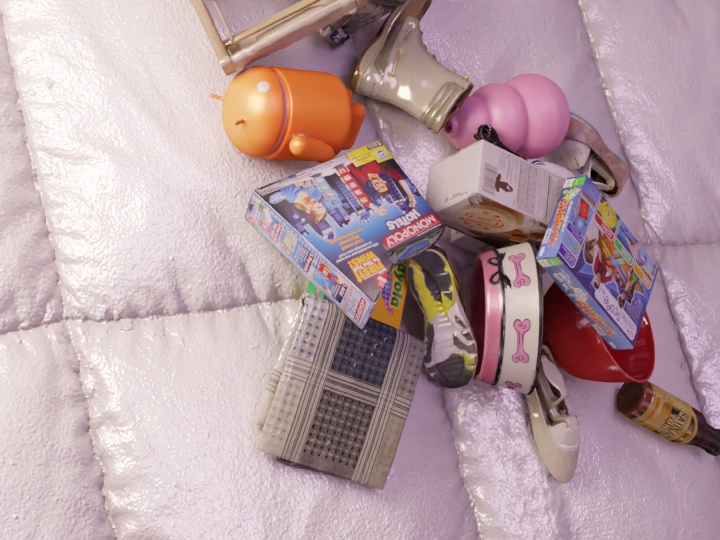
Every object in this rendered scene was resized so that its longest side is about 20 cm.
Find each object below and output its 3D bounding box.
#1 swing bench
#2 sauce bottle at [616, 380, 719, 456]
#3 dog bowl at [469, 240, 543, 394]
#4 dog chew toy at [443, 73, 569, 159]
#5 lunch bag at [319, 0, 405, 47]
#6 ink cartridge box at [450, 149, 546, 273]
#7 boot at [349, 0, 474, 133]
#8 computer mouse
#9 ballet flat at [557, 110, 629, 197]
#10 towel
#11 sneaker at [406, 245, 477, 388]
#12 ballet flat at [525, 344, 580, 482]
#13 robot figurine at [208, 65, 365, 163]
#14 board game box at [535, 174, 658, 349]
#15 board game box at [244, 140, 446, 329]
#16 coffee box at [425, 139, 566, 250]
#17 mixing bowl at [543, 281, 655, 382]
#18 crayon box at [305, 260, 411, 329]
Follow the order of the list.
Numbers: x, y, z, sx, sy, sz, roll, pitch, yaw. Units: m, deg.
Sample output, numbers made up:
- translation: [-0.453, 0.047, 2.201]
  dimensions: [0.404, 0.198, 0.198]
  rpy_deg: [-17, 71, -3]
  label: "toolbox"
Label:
- translation: [-0.120, -0.369, 1.476]
  dimensions: [0.197, 0.130, 0.202]
  rpy_deg: [-26, 89, -1]
  label: "swing bench"
- translation: [0.475, 0.224, 1.780]
  dimensions: [0.198, 0.066, 0.067]
  rpy_deg: [26, 60, -24]
  label: "sauce bottle"
- translation: [0.190, 0.062, 1.563]
  dimensions: [0.073, 0.201, 0.203]
  rpy_deg: [2, 69, -1]
  label: "dog bowl"
- translation: [0.208, -0.220, 1.722]
  dimensions: [0.198, 0.124, 0.126]
  rpy_deg: [-10, 79, -30]
  label: "dog chew toy"
- translation: [-0.018, -0.430, 1.606]
  dimensions: [0.202, 0.167, 0.139]
  rpy_deg: [62, 29, 1]
  label: "lunch bag"
- translation: [0.197, -0.081, 1.691]
  dimensions: [0.198, 0.067, 0.118]
  rpy_deg: [23, 61, -29]
  label: "ink cartridge box"
- translation: [0.092, -0.294, 1.657]
  dimensions: [0.153, 0.072, 0.201]
  rpy_deg: [28, 61, 6]
  label: "boot"
- translation: [0.253, -0.139, 1.660]
  dimensions: [0.199, 0.110, 0.044]
  rpy_deg: [26, 104, -34]
  label: "computer mouse"
- translation: [0.351, -0.176, 1.827]
  dimensions: [0.199, 0.068, 0.068]
  rpy_deg: [33, 68, -33]
  label: "ballet flat"
- translation: [-0.024, 0.151, 1.439]
  dimensions: [0.191, 0.034, 0.202]
  rpy_deg: [23, 81, -28]
  label: "towel"
- translation: [0.115, 0.056, 1.561]
  dimensions: [0.085, 0.073, 0.203]
  rpy_deg: [-63, 143, -66]
  label: "sneaker"
- translation: [0.268, 0.194, 1.642]
  dimensions: [0.069, 0.069, 0.202]
  rpy_deg: [-15, 83, -38]
  label: "ballet flat"
- translation: [-0.090, -0.197, 1.495]
  dimensions: [0.198, 0.116, 0.146]
  rpy_deg: [-1, 78, -36]
  label: "robot figurine"
- translation: [0.315, -0.009, 1.555]
  dimensions: [0.200, 0.034, 0.136]
  rpy_deg: [46, 55, -31]
  label: "board game box"
- translation: [-0.005, -0.039, 1.442]
  dimensions: [0.198, 0.062, 0.201]
  rpy_deg: [-23, 67, -30]
  label: "board game box"
- translation: [0.198, -0.088, 1.579]
  dimensions: [0.198, 0.114, 0.081]
  rpy_deg: [21, 66, -30]
  label: "coffee box"
- translation: [0.325, 0.078, 1.684]
  dimensions: [0.199, 0.108, 0.202]
  rpy_deg: [32, 46, -40]
  label: "mixing bowl"
- translation: [0.000, 0.000, 1.524]
  dimensions: [0.118, 0.058, 0.202]
  rpy_deg: [26, 60, -26]
  label: "crayon box"
